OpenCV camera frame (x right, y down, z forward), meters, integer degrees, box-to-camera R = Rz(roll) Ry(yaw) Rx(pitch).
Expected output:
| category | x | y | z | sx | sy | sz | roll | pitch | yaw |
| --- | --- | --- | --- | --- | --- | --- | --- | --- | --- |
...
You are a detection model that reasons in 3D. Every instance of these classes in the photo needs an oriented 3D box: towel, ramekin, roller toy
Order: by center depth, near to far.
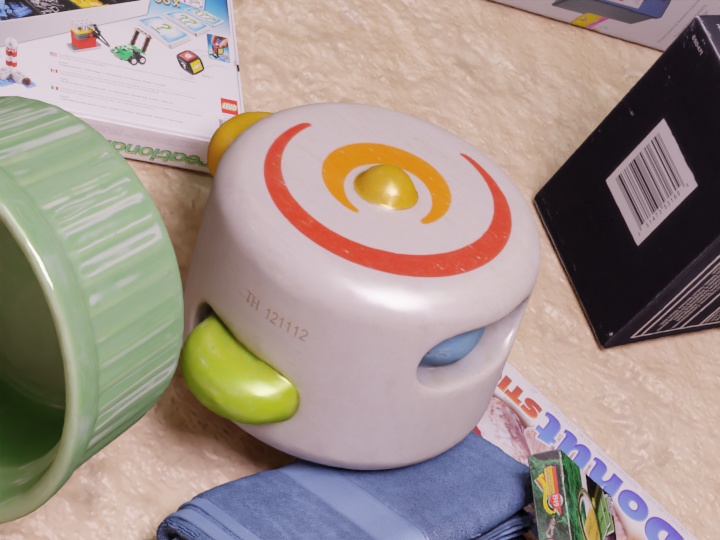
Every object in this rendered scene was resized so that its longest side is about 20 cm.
| category | x | y | z | sx | sy | sz | roll | pitch | yaw |
| --- | --- | --- | --- | --- | --- | --- | --- | --- | --- |
| ramekin | -0.180 | 0.013 | 1.025 | 0.200 | 0.200 | 0.098 | 50 | 41 | 9 |
| towel | -0.004 | 0.137 | 1.123 | 0.199 | 0.049 | 0.111 | -20 | 40 | -40 |
| roller toy | 0.000 | 0.000 | 1.145 | 0.181 | 0.140 | 0.201 | 11 | 37 | -10 |

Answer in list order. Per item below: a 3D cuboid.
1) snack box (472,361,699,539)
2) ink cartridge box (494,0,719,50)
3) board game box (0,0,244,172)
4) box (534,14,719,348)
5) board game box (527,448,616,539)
| category | x | y | z | sx | sy | sz | roll | pitch | yaw |
| --- | --- | --- | --- | --- | --- | --- | --- | --- | --- |
| snack box | 0.106 | 0.117 | 1.235 | 0.200 | 0.024 | 0.072 | 43 | 49 | 1 |
| ink cartridge box | 0.180 | -0.247 | 1.485 | 0.199 | 0.088 | 0.146 | 13 | 53 | -25 |
| board game box | -0.167 | -0.131 | 1.234 | 0.199 | 0.035 | 0.127 | 10 | 54 | -25 |
| box | 0.251 | -0.060 | 1.326 | 0.197 | 0.200 | 0.124 | -6 | 62 | -34 |
| board game box | 0.125 | 0.206 | 1.129 | 0.105 | 0.023 | 0.201 | 38 | 42 | -59 |
